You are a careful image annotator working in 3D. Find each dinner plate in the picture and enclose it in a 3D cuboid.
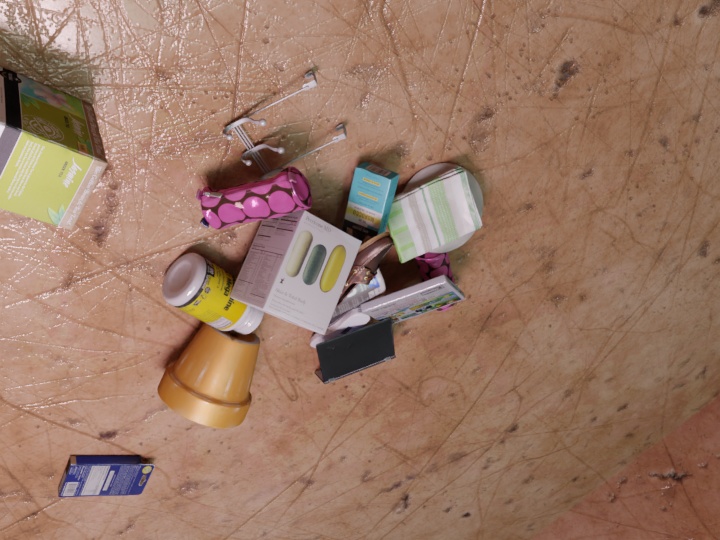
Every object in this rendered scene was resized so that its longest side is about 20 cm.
[{"bbox_3d":[0.181,-0.133,1.534,0.200,0.024,0.201,-4,106,-14],"label":"dinner plate"}]

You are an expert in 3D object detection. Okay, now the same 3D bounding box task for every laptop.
[{"bbox_3d":[-0.022,0.186,1.699,0.187,0.200,0.116,-18,97,-12],"label":"laptop"}]

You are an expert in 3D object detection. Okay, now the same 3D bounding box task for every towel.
[{"bbox_3d":[0.154,-0.117,1.502,0.200,0.031,0.149,-25,110,-8],"label":"towel"}]

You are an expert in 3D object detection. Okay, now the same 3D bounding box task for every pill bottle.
[{"bbox_3d":[-0.294,0.055,1.437,0.112,0.112,0.200,-43,134,11],"label":"pill bottle"},{"bbox_3d":[-0.055,0.039,1.548,0.200,0.114,0.114,-25,135,-7],"label":"pill bottle"}]

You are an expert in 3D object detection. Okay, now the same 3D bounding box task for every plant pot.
[{"bbox_3d":[-0.310,0.209,1.521,0.200,0.200,0.183,18,102,-37],"label":"plant pot"}]

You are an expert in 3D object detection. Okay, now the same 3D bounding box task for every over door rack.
[{"bbox_3d":[-0.131,-0.250,1.295,0.200,0.067,0.148,-32,136,1],"label":"over door rack"}]

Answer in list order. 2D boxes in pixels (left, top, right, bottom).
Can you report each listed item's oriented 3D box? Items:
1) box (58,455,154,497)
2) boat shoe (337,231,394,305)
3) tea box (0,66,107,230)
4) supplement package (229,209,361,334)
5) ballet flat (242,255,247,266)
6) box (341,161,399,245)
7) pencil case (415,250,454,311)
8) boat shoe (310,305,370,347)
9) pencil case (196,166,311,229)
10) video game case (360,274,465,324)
[{"bbox_3d":[-0.614,0.499,1.704,0.200,0.032,0.121,11,122,-32],"label":"box"},{"bbox_3d":[0.000,0.000,1.429,0.200,0.070,0.070,-40,160,32],"label":"boat shoe"},{"bbox_3d":[-0.508,-0.191,1.053,0.197,0.200,0.134,20,116,-40],"label":"tea box"},{"bbox_3d":[-0.128,-0.002,1.386,0.152,0.151,0.200,27,81,-35],"label":"supplement package"},{"bbox_3d":[-0.152,-0.015,1.489,0.200,0.057,0.067,-11,129,-25],"label":"ballet flat"},{"bbox_3d":[0.014,-0.116,1.454,0.049,0.082,0.200,-41,148,-57],"label":"box"},{"bbox_3d":[0.171,0.008,1.663,0.091,0.094,0.200,-62,149,-36],"label":"pencil case"},{"bbox_3d":[-0.052,0.120,1.652,0.072,0.068,0.200,16,141,-32],"label":"boat shoe"},{"bbox_3d":[-0.194,-0.134,1.286,0.200,0.091,0.094,-13,140,15],"label":"pencil case"},{"bbox_3d":[0.122,0.070,1.587,0.200,0.022,0.182,-21,160,15],"label":"video game case"}]
